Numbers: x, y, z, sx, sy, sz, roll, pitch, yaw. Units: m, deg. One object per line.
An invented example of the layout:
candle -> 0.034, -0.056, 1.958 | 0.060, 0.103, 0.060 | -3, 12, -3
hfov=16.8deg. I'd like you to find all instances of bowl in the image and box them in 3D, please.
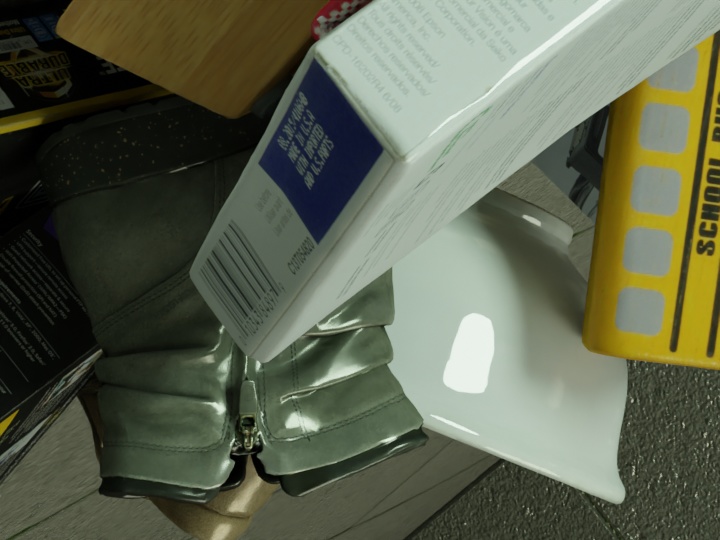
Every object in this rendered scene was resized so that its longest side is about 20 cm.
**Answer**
bowl -> 0.019, 0.010, 0.899 | 0.201, 0.200, 0.091 | 36, 76, -79

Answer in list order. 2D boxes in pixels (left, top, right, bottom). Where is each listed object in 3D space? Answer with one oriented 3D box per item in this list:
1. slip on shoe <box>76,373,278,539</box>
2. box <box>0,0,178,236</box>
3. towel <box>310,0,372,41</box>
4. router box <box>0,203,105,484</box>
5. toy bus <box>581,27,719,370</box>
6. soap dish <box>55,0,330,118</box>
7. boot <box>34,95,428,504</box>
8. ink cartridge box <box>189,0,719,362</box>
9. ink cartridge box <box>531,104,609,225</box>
slip on shoe -> -0.077, 0.053, 0.905 | 0.200, 0.076, 0.061 | 16, -95, 60
box -> -0.160, -0.013, 0.841 | 0.200, 0.049, 0.160 | -43, 170, 32
towel -> 0.071, -0.116, 0.684 | 0.145, 0.023, 0.200 | -40, 174, 21
router box -> -0.173, 0.074, 0.845 | 0.157, 0.052, 0.200 | -39, 176, -40
toy bus -> 0.124, -0.069, 0.814 | 0.078, 0.201, 0.065 | 7, -178, 4
soap dish -> 0.018, -0.134, 0.724 | 0.200, 0.081, 0.157 | -35, 173, -47
boot -> 0.000, 0.000, 0.788 | 0.199, 0.131, 0.068 | -15, 173, -7
ink cartridge box -> 0.053, -0.066, 0.660 | 0.200, 0.041, 0.200 | -35, 174, -20
ink cartridge box -> 0.145, -0.075, 0.999 | 0.083, 0.200, 0.146 | -26, 148, -33
